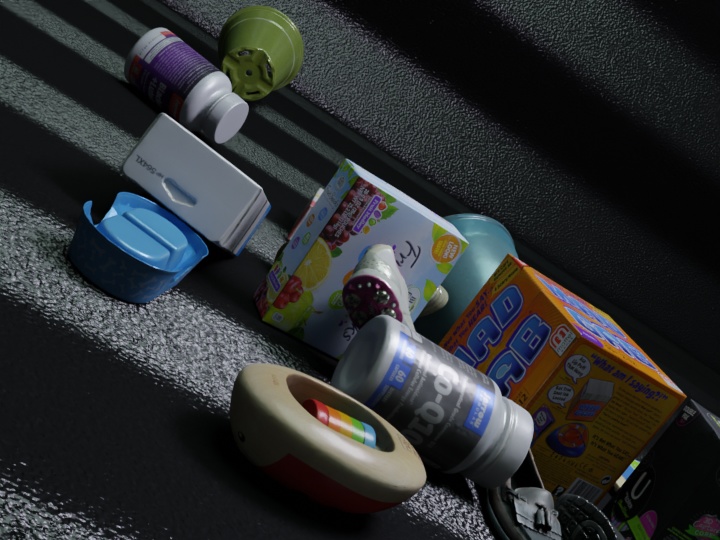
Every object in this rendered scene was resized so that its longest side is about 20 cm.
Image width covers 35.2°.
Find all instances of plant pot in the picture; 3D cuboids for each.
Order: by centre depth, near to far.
[{"bbox_3d":[0.152,0.059,1.578,0.199,0.200,0.189,26,29,-37],"label":"plant pot"},{"bbox_3d":[-0.235,-0.462,2.510,0.199,0.200,0.190,33,26,-12],"label":"plant pot"}]

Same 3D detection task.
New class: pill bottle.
[{"bbox_3d":[0.077,0.142,1.193,0.199,0.114,0.114,32,13,-17],"label":"pill bottle"},{"bbox_3d":[-0.284,-0.301,1.872,0.200,0.112,0.111,39,12,14],"label":"pill bottle"}]

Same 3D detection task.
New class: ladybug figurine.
[{"bbox_3d":[-0.031,0.150,0.965,0.199,0.072,0.136,30,13,-24],"label":"ladybug figurine"}]

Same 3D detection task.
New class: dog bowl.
[{"bbox_3d":[-0.224,-0.022,1.137,0.111,0.050,0.200,36,11,0],"label":"dog bowl"}]

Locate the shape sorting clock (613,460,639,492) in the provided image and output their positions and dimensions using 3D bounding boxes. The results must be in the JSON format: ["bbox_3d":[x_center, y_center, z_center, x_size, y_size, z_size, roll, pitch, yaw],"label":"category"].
[{"bbox_3d":[0.432,0.334,1.627,0.199,0.039,0.200,34,14,-10],"label":"shape sorting clock"}]

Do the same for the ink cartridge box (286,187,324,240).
[{"bbox_3d":[-0.040,-0.062,1.749,0.116,0.068,0.200,35,12,-6],"label":"ink cartridge box"}]

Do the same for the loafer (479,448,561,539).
[{"bbox_3d":[0.172,0.241,1.204,0.072,0.063,0.200,32,13,-18],"label":"loafer"}]

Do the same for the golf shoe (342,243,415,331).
[{"bbox_3d":[0.034,0.058,1.267,0.075,0.201,0.092,0,43,13],"label":"golf shoe"}]

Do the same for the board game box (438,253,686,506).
[{"bbox_3d":[0.232,0.142,1.409,0.199,0.200,0.200,29,15,-31],"label":"board game box"}]

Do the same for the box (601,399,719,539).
[{"bbox_3d":[0.391,0.283,1.324,0.124,0.201,0.149,34,13,-9],"label":"box"}]

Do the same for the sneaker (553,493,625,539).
[{"bbox_3d":[0.270,0.321,1.189,0.200,0.076,0.091,52,12,25],"label":"sneaker"}]

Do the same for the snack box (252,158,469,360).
[{"bbox_3d":[0.000,0.000,1.312,0.168,0.201,0.068,30,13,-27],"label":"snack box"}]

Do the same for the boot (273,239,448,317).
[{"bbox_3d":[0.001,0.012,1.476,0.199,0.073,0.155,1,-19,29],"label":"boot"}]

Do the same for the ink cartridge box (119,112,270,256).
[{"bbox_3d":[-0.186,-0.094,1.323,0.146,0.085,0.200,37,-4,-1],"label":"ink cartridge box"}]
